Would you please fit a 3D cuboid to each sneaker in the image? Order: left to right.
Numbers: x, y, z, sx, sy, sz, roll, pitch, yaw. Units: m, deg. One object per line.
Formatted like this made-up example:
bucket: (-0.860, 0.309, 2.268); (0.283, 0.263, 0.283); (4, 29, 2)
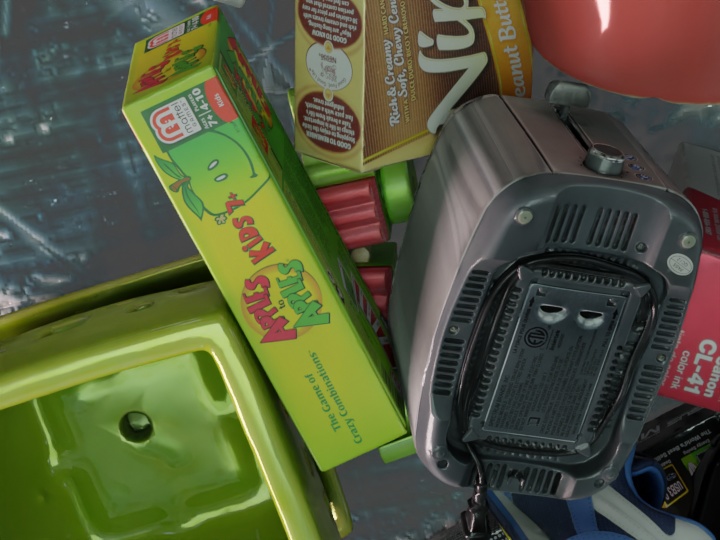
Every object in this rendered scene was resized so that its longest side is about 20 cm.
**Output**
sneaker: (0.105, 0.108, 1.309); (0.082, 0.200, 0.074); (-35, 133, -2)

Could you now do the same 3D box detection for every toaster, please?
toaster: (0.078, 0.014, 1.231); (0.113, 0.129, 0.200); (7, 119, -15)

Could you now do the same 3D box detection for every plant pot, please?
plant pot: (-0.114, 0.105, 1.313); (0.199, 0.182, 0.200); (-17, 107, 10)
plant pot: (0.153, -0.184, 1.203); (0.200, 0.201, 0.178); (3, 119, 2)

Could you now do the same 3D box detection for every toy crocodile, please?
toy crocodile: (0.000, 0.000, 1.333); (0.067, 0.062, 0.200); (-7, 108, 6)

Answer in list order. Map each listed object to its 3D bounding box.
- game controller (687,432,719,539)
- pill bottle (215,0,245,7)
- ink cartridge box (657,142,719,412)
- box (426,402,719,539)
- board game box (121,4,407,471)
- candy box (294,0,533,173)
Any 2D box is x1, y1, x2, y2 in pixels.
game controller: (0.241, 0.152, 1.335); (0.200, 0.042, 0.104); (22, 71, -30)
pill bottle: (-0.136, -0.200, 1.245); (0.200, 0.113, 0.114); (18, 109, -3)
ink cartridge box: (0.239, 0.023, 1.281); (0.200, 0.148, 0.086); (18, 112, -2)
box: (0.153, 0.189, 1.397); (0.200, 0.048, 0.193); (-28, 102, 13)
board game box: (-0.043, -0.016, 1.238); (0.048, 0.102, 0.200); (-25, 110, 8)
candy box: (0.027, -0.156, 1.250); (0.115, 0.055, 0.200); (-15, 115, -39)
